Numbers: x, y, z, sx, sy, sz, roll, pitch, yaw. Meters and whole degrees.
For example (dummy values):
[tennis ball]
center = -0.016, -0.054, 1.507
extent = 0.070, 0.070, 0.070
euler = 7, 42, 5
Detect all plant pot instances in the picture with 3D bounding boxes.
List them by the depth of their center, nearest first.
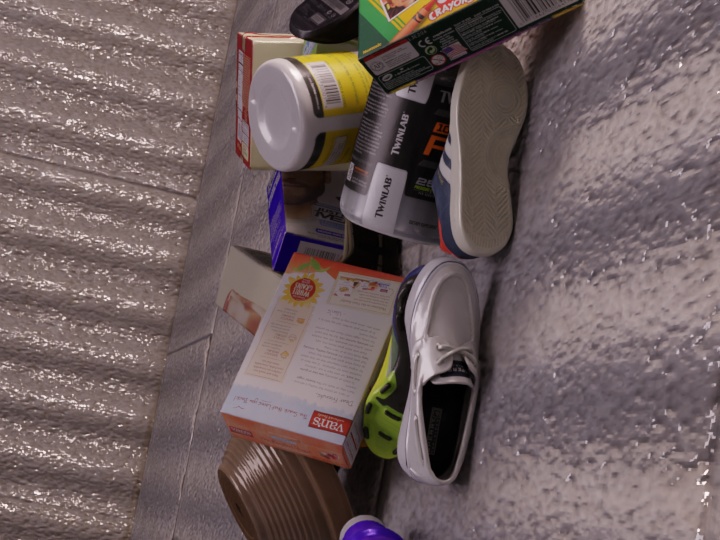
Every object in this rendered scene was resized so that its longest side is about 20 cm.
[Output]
[plant pot]
center = -0.089, 0.233, 1.463
extent = 0.201, 0.092, 0.201
euler = 52, 158, 32

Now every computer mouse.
[computer mouse]
center = 0.032, -0.276, 1.415
extent = 0.200, 0.046, 0.140
euler = -39, 42, -11

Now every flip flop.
[flip flop]
center = 0.000, 0.000, 1.544
extent = 0.058, 0.081, 0.201
euler = 125, 158, -46

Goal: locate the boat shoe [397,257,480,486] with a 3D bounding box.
[boat shoe]
center = 0.078, 0.089, 1.208
extent = 0.065, 0.073, 0.201
euler = -179, 91, -71

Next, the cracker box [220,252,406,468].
[cracker box]
center = -0.040, 0.088, 1.402
extent = 0.058, 0.133, 0.201
euler = 76, -147, -55

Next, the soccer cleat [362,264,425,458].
[soccer cleat]
center = 0.053, 0.089, 1.341
extent = 0.084, 0.064, 0.201
euler = -36, -38, -65

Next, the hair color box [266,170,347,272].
[hair color box]
center = -0.058, -0.068, 1.770
extent = 0.200, 0.109, 0.065
euler = -101, 27, -57

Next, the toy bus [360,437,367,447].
[toy bus]
center = -0.033, 0.164, 1.505
extent = 0.200, 0.078, 0.065
euler = 152, 113, -72

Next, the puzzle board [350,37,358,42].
[puzzle board]
center = 0.041, -0.294, 1.471
extent = 0.151, 0.017, 0.200
euler = -48, 39, -15

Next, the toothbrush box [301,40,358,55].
[toothbrush box]
center = 0.008, -0.228, 1.575
extent = 0.086, 0.145, 0.201
euler = 130, 150, -63

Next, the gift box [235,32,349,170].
[gift box]
center = -0.058, -0.201, 1.741
extent = 0.185, 0.186, 0.201
euler = -122, 32, -69

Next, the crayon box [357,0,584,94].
[crayon box]
center = 0.094, -0.271, 1.242
extent = 0.199, 0.058, 0.173
euler = -22, 46, 25

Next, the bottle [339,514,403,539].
[bottle]
center = 0.022, 0.276, 1.213
extent = 0.200, 0.083, 0.066
euler = -131, 54, -72

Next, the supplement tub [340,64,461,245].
[supplement tub]
center = 0.060, -0.135, 1.341
extent = 0.123, 0.122, 0.201
euler = -126, 49, -71

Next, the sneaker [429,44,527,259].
[sneaker]
center = 0.099, -0.107, 1.258
extent = 0.084, 0.075, 0.201
euler = 156, 125, -67

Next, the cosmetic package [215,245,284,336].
[cosmetic package]
center = -0.097, 0.041, 1.750
extent = 0.200, 0.103, 0.088
euler = 32, 106, 61

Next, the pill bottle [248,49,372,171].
[pill bottle]
center = -0.005, -0.171, 1.431
extent = 0.114, 0.199, 0.115
euler = 23, 119, 52
